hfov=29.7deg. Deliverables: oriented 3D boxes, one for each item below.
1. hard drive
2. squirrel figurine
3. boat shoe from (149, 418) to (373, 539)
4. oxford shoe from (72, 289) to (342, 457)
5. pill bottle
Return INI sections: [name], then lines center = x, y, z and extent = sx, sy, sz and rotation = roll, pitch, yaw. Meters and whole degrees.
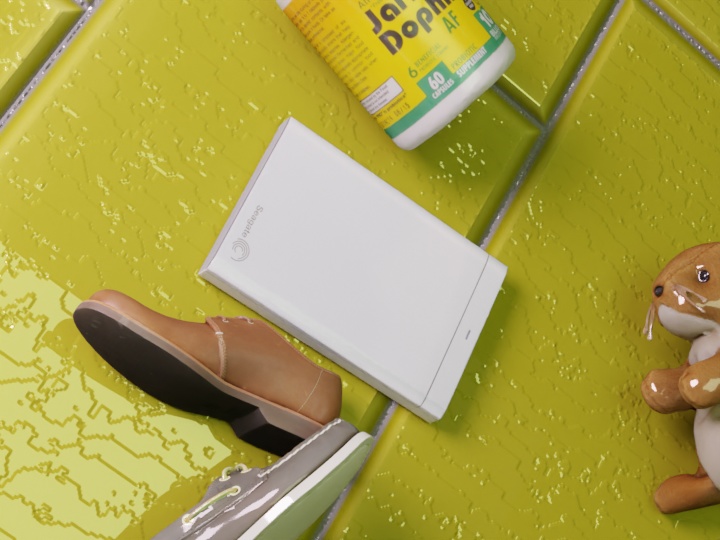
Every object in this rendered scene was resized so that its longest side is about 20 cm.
[hard drive]
center = 0.000, 0.000, 0.966
extent = 0.199, 0.027, 0.133
rotation = 33, 66, -14
[squirrel figurine]
center = 0.307, 0.068, 1.029
extent = 0.198, 0.142, 0.188
rotation = -8, 72, -15
[boat shoe]
center = -0.079, 0.158, 0.848
extent = 0.201, 0.072, 0.060
rotation = -41, 67, -11
[oxford shoe]
center = -0.096, 0.056, 0.889
extent = 0.199, 0.071, 0.072
rotation = 31, 62, -28
[pill bottle]
center = 0.009, -0.195, 0.968
extent = 0.200, 0.113, 0.113
rotation = 49, 63, -7
